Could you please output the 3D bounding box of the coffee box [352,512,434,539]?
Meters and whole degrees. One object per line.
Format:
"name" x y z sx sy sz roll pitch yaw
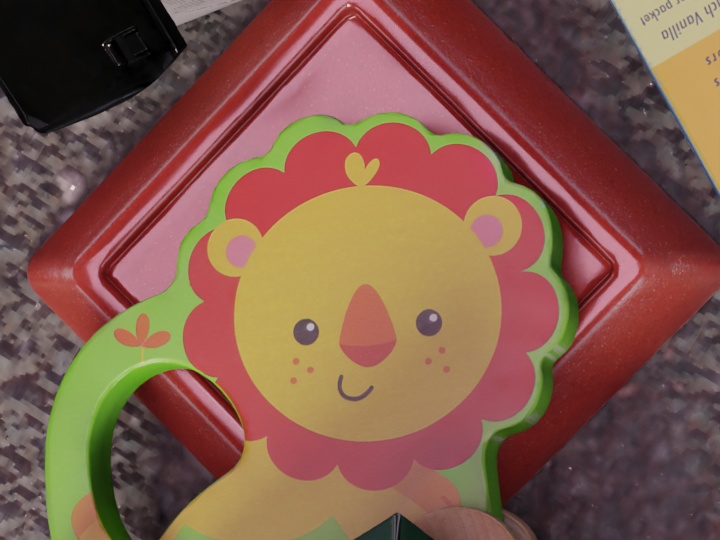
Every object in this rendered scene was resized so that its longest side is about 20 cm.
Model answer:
"coffee box" 0.034 0.174 0.879 0.123 0.044 0.200 -32 123 27

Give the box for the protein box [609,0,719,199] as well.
"protein box" 0.184 -0.048 0.837 0.135 0.200 0.199 -30 85 10

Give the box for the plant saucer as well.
"plant saucer" 0.000 0.000 0.958 0.200 0.037 0.200 45 99 8

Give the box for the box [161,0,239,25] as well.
"box" -0.107 -0.189 0.937 0.060 0.117 0.200 -21 86 11

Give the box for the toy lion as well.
"toy lion" -0.019 0.043 0.918 0.199 0.069 0.192 -11 81 11

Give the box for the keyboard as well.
"keyboard" -0.118 -0.148 0.851 0.104 0.040 0.200 -19 112 32
